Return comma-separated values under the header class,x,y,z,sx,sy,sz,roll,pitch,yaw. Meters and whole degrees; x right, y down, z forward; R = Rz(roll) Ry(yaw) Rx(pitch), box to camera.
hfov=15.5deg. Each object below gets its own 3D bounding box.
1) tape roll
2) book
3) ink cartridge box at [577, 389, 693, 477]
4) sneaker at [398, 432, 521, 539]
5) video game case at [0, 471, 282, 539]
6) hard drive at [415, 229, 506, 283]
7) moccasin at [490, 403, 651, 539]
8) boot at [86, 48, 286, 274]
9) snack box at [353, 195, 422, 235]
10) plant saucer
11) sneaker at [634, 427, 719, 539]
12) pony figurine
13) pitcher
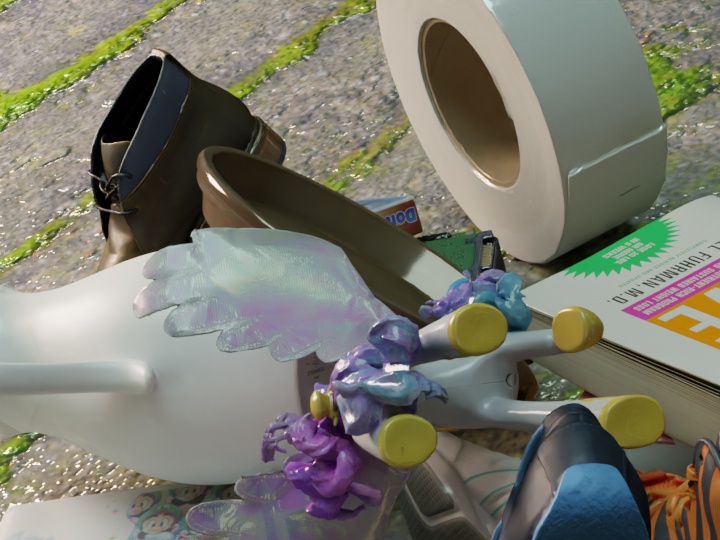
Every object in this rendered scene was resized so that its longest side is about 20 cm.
class,x,y,z,sx,sy,sz,roll,pitch,yaw
tape roll,0.089,-0.107,1.499,0.071,0.203,0.202,-26,29,-18
book,0.182,0.027,1.237,0.133,0.048,0.200,-28,29,-25
ink cartridge box,0.192,0.050,1.301,0.116,0.068,0.200,2,34,31
sneaker,0.087,0.124,1.237,0.080,0.071,0.200,-26,37,-26
video game case,-0.104,0.163,1.308,0.199,0.024,0.182,-9,29,15
hard drive,-0.021,0.039,1.470,0.199,0.038,0.140,-11,29,12
moccasin,0.084,0.137,1.075,0.080,0.200,0.068,6,41,-11
boot,-0.135,-0.029,1.496,0.075,0.097,0.200,9,59,55
snack box,-0.058,-0.019,1.547,0.072,0.024,0.200,-20,11,-41
plant saucer,0.000,0.000,1.338,0.030,0.200,0.200,-60,29,10
sneaker,0.145,0.096,1.103,0.077,0.112,0.200,-17,30,-30
pony figurine,0.012,0.056,1.152,0.192,0.167,0.200,-4,-3,-19
pitcher,-0.119,0.051,1.339,0.199,0.122,0.172,0,6,19
